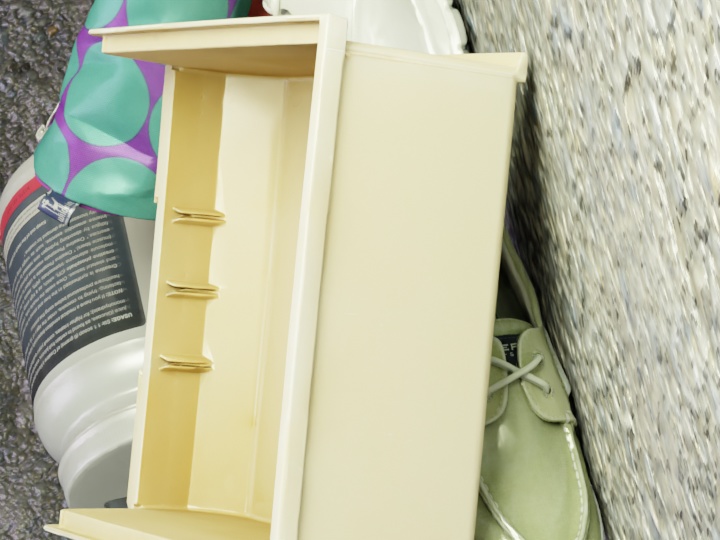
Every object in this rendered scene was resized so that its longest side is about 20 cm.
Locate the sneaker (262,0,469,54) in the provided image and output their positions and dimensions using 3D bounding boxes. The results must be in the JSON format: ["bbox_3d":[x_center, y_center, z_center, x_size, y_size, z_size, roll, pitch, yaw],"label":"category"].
[{"bbox_3d":[-0.003,-0.113,1.159,0.075,0.087,0.201,-147,44,-81],"label":"sneaker"}]

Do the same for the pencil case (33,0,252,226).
[{"bbox_3d":[-0.100,-0.121,1.340,0.085,0.092,0.201,-30,-42,-69],"label":"pencil case"}]

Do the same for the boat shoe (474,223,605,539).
[{"bbox_3d":[0.044,0.044,1.071,0.062,0.072,0.200,110,147,-47],"label":"boat shoe"}]

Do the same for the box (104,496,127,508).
[{"bbox_3d":[-0.052,0.216,1.435,0.132,0.114,0.200,-109,7,-46],"label":"box"}]

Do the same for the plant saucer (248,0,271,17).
[{"bbox_3d":[-0.076,-0.102,1.471,0.200,0.037,0.200,104,157,-59],"label":"plant saucer"}]

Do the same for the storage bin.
[{"bbox_3d":[-0.036,0.010,1.059,0.198,0.093,0.201,5,90,57],"label":"storage bin"}]

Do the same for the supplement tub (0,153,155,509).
[{"bbox_3d":[-0.122,0.031,1.565,0.141,0.140,0.201,86,171,-59],"label":"supplement tub"}]
